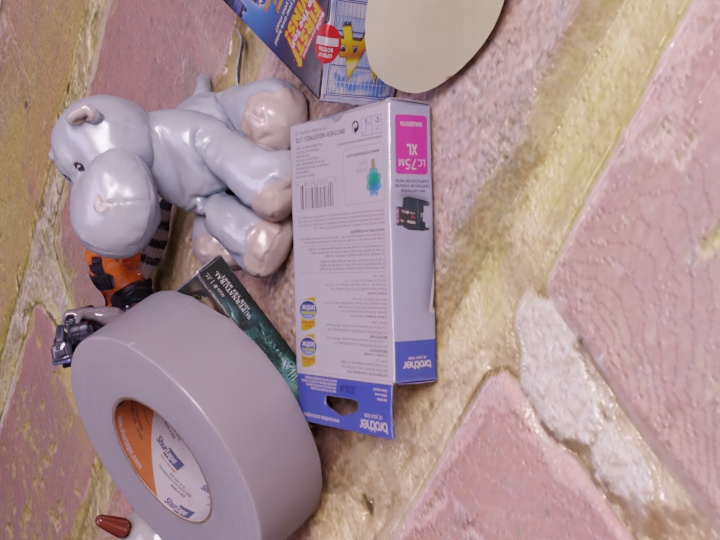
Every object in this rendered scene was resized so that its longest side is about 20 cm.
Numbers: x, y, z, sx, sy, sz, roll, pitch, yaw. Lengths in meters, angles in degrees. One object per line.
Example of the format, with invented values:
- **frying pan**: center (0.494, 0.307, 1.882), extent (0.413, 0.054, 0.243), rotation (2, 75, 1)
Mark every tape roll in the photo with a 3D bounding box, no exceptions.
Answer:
- **tape roll**: center (-0.120, 0.118, 0.794), extent (0.199, 0.066, 0.203), rotation (28, 135, 31)

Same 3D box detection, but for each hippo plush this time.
- **hippo plush**: center (-0.137, -0.089, 0.805), extent (0.159, 0.159, 0.204), rotation (-30, 67, 53)

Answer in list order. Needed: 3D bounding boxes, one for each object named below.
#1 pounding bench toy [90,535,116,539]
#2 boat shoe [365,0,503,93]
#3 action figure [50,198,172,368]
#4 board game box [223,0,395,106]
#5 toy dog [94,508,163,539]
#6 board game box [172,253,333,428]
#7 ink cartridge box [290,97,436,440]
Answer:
- **pounding bench toy**: center (-0.210, 0.354, 0.965), extent (0.157, 0.123, 0.202), rotation (59, 136, 36)
- **boat shoe**: center (0.053, -0.190, 0.608), extent (0.064, 0.072, 0.203), rotation (-74, 2, -48)
- **action figure**: center (-0.210, 0.031, 0.971), extent (0.200, 0.103, 0.197), rotation (-115, 23, -80)
- **board game box**: center (-0.020, -0.213, 0.714), extent (0.201, 0.061, 0.202), rotation (-59, 46, 39)
- **toy dog**: center (-0.151, 0.252, 0.863), extent (0.200, 0.095, 0.133), rotation (42, 109, 42)
- **board game box**: center (-0.116, 0.081, 0.843), extent (0.136, 0.028, 0.199), rotation (53, 142, -3)
- **ink cartridge box**: center (0.000, 0.000, 0.711), extent (0.119, 0.041, 0.204), rotation (-2, 88, 56)
